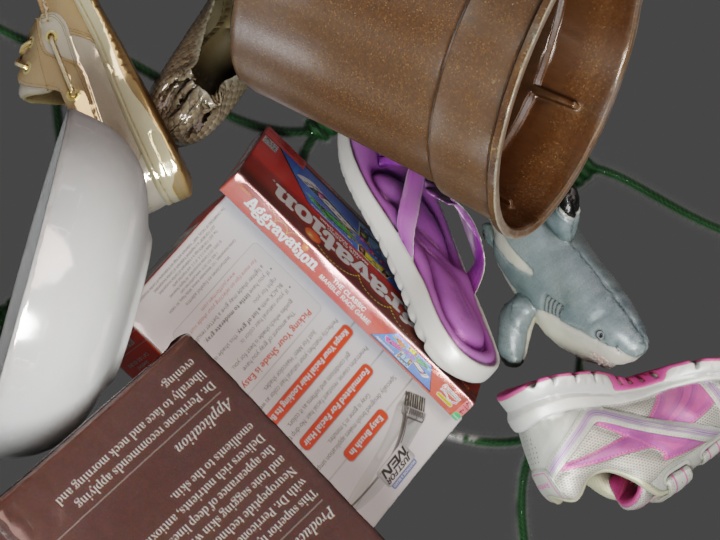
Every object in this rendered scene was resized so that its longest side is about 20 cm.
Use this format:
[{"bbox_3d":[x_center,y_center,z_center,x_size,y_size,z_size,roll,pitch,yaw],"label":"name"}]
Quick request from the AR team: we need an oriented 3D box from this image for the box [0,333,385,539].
[{"bbox_3d":[-0.107,0.178,1.469,0.200,0.164,0.166,47,58,2],"label":"box"}]

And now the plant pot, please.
[{"bbox_3d":[0.041,-0.148,1.603,0.198,0.200,0.200,23,64,19],"label":"plant pot"}]

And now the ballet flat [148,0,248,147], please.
[{"bbox_3d":[-0.072,-0.161,1.660,0.067,0.046,0.200,37,65,-11],"label":"ballet flat"}]

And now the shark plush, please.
[{"bbox_3d":[0.127,-0.032,1.693,0.091,0.083,0.200,-8,80,-25],"label":"shark plush"}]

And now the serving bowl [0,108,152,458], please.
[{"bbox_3d":[-0.159,0.014,1.485,0.066,0.200,0.200,16,70,-8],"label":"serving bowl"}]

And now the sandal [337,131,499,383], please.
[{"bbox_3d":[0.048,-0.021,1.639,0.082,0.050,0.203,17,42,-51],"label":"sandal"}]

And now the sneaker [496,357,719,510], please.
[{"bbox_3d":[0.185,0.106,1.690,0.200,0.081,0.088,-5,82,-18],"label":"sneaker"}]

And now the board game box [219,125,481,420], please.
[{"bbox_3d":[0.000,0.000,1.628,0.200,0.019,0.103,44,20,-7],"label":"board game box"}]

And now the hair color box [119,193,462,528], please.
[{"bbox_3d":[-0.050,0.065,1.601,0.200,0.064,0.111,44,62,-6],"label":"hair color box"}]

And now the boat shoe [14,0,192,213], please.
[{"bbox_3d":[-0.173,-0.119,1.592,0.069,0.074,0.200,-28,79,-1],"label":"boat shoe"}]
